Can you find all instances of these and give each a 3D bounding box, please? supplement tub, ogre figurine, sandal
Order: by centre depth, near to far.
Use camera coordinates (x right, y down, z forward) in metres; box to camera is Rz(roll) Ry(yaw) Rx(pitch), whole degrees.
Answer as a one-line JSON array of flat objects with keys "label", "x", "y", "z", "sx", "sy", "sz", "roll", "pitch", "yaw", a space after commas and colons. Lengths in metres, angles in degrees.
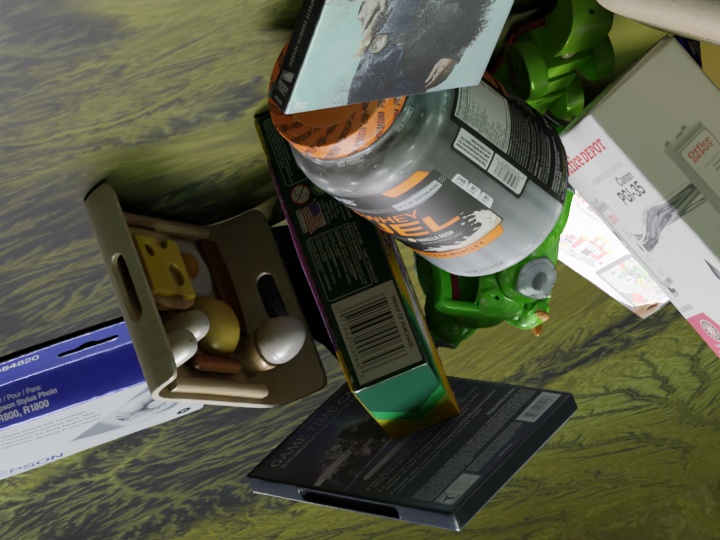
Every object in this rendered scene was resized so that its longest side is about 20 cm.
[{"label": "supplement tub", "x": 0.036, "y": -0.084, "z": 1.740, "sx": 0.122, "sy": 0.123, "sz": 0.200, "roll": -29, "pitch": 145, "yaw": 23}, {"label": "ogre figurine", "x": 0.090, "y": -0.016, "z": 1.948, "sx": 0.199, "sy": 0.121, "sz": 0.098, "roll": -16, "pitch": 148, "yaw": 36}, {"label": "sandal", "x": -0.019, "y": 0.024, "z": 1.979, "sx": 0.075, "sy": 0.200, "sz": 0.048, "roll": -49, "pitch": 148, "yaw": -4}]

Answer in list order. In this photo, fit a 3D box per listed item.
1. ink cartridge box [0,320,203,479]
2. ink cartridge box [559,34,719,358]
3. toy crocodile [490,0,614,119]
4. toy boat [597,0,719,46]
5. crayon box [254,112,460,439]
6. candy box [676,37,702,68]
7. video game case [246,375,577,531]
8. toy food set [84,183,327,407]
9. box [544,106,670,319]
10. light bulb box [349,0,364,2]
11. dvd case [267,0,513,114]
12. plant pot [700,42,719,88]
[{"label": "ink cartridge box", "x": -0.213, "y": 0.097, "z": 2.183, "sx": 0.199, "sy": 0.041, "sz": 0.200, "roll": -19, "pitch": 163, "yaw": -12}, {"label": "ink cartridge box", "x": 0.225, "y": -0.043, "z": 1.814, "sx": 0.083, "sy": 0.200, "sz": 0.147, "roll": -41, "pitch": 180, "yaw": -12}, {"label": "toy crocodile", "x": 0.120, "y": -0.138, "z": 1.858, "sx": 0.067, "sy": 0.062, "sz": 0.200, "roll": -18, "pitch": 168, "yaw": -17}, {"label": "toy boat", "x": 0.246, "y": -0.203, "z": 1.702, "sx": 0.199, "sy": 0.132, "sz": 0.130, "roll": 18, "pitch": -176, "yaw": 28}, {"label": "crayon box", "x": 0.000, "y": 0.000, "z": 1.866, "sx": 0.058, "sy": 0.201, "sz": 0.173, "roll": -22, "pitch": 164, "yaw": 5}, {"label": "candy box", "x": 0.264, "y": -0.108, "z": 2.095, "sx": 0.199, "sy": 0.077, "sz": 0.169, "roll": -3, "pitch": 155, "yaw": -45}, {"label": "video game case", "x": 0.035, "y": 0.121, "z": 1.927, "sx": 0.199, "sy": 0.019, "sz": 0.143, "roll": 5, "pitch": -143, "yaw": 44}, {"label": "toy food set", "x": -0.102, "y": 0.015, "z": 1.883, "sx": 0.060, "sy": 0.144, "sz": 0.200, "roll": -28, "pitch": 162, "yaw": 23}, {"label": "box", "x": 0.173, "y": -0.050, "z": 2.021, "sx": 0.200, "sy": 0.035, "sz": 0.110, "roll": 34, "pitch": 134, "yaw": -22}, {"label": "light bulb box", "x": 0.051, "y": -0.250, "z": 1.147, "sx": 0.124, "sy": 0.199, "sz": 0.200, "roll": -11, "pitch": 162, "yaw": -27}, {"label": "dvd case", "x": 0.038, "y": -0.177, "z": 1.559, "sx": 0.145, "sy": 0.022, "sz": 0.201, "roll": -11, "pitch": 138, "yaw": -34}, {"label": "plant pot", "x": 0.342, "y": -0.145, "z": 1.899, "sx": 0.199, "sy": 0.177, "sz": 0.200, "roll": -18, "pitch": 163, "yaw": -18}]
